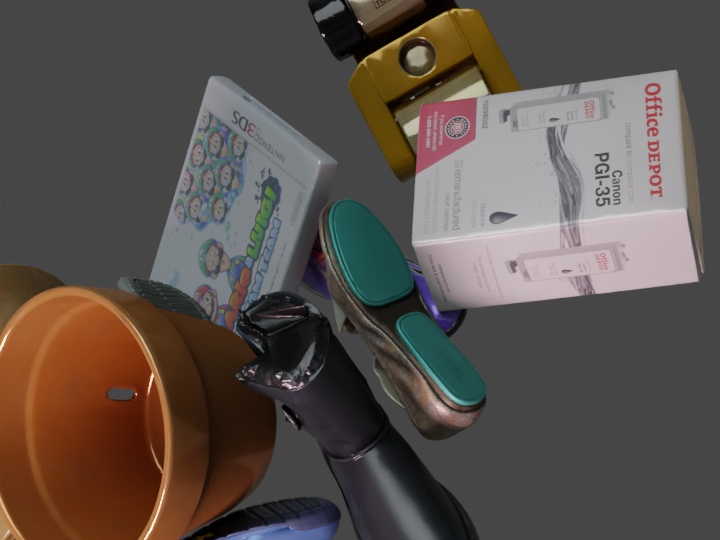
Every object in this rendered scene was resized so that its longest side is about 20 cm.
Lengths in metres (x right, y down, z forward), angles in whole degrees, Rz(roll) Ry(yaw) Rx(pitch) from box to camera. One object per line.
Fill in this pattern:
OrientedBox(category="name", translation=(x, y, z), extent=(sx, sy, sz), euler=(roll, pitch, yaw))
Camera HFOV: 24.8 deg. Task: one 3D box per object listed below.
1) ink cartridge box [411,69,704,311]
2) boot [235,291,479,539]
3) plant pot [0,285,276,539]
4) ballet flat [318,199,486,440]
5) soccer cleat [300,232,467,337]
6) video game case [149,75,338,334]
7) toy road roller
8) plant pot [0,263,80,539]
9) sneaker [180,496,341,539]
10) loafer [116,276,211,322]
OrientedBox(category="ink cartridge box", translation=(0.145, -0.060, 1.205), extent=(0.198, 0.083, 0.147), euler=(-7, 49, 15))
OrientedBox(category="boot", translation=(-0.008, 0.118, 1.114), extent=(0.076, 0.168, 0.200), euler=(-35, 44, 1))
OrientedBox(category="plant pot", translation=(-0.153, 0.110, 1.165), extent=(0.199, 0.140, 0.202), euler=(1, 91, 41))
OrientedBox(category="ballet flat", translation=(0.017, 0.041, 1.202), extent=(0.068, 0.067, 0.201), euler=(-12, 59, -36))
OrientedBox(category="soccer cleat", translation=(0.000, 0.000, 1.278), extent=(0.068, 0.073, 0.200), euler=(-47, 44, -13))
OrientedBox(category="video game case", translation=(-0.100, -0.032, 1.326), extent=(0.182, 0.024, 0.201), euler=(39, 118, 46))
OrientedBox(category="toy road roller", translation=(0.054, -0.173, 1.381), extent=(0.122, 0.146, 0.201), euler=(-29, 81, 8))
OrientedBox(category="plant pot", translation=(-0.276, 0.130, 1.287), extent=(0.186, 0.187, 0.200), euler=(-35, 56, 2))
OrientedBox(category="sneaker", translation=(-0.098, 0.225, 1.157), extent=(0.199, 0.083, 0.074), euler=(-26, 5, -10))
OrientedBox(category="loafer", translation=(-0.147, 0.079, 1.292), extent=(0.070, 0.075, 0.200), euler=(-56, 47, 21))
